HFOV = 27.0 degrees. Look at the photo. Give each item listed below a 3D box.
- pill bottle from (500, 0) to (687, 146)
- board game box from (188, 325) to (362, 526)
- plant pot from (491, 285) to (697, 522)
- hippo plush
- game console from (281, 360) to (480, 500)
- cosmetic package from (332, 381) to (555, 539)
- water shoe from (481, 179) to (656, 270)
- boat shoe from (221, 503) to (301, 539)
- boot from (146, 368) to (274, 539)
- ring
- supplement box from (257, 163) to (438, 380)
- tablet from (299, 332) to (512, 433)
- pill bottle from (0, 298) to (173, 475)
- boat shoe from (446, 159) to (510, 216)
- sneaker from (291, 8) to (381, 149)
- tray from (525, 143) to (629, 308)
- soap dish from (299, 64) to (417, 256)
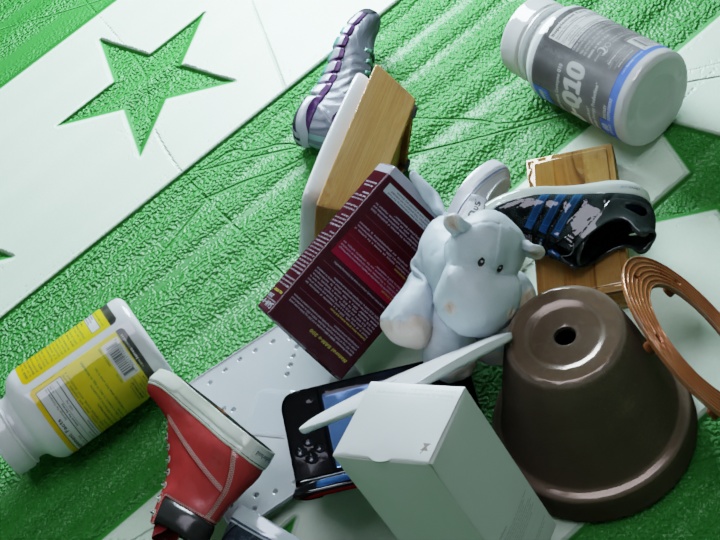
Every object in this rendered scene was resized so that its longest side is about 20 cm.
[{"bbox_3d":[0.260,-0.230,1.697,0.114,0.114,0.200,-43,50,-15],"label":"pill bottle"},{"bbox_3d":[-0.088,0.157,1.587,0.199,0.026,0.200,-33,49,-6],"label":"board game box"},{"bbox_3d":[0.210,0.109,1.411,0.198,0.175,0.202,-10,50,12],"label":"plant pot"},{"bbox_3d":[0.124,0.005,1.450,0.158,0.161,0.202,18,75,-17],"label":"hippo plush"},{"bbox_3d":[0.024,0.149,1.459,0.198,0.119,0.174,-13,55,-2],"label":"game console"},{"bbox_3d":[0.076,0.191,1.298,0.107,0.201,0.085,2,48,38],"label":"cosmetic package"},{"bbox_3d":[0.205,-0.042,1.545,0.198,0.072,0.079,-12,48,8],"label":"water shoe"},{"bbox_3d":[-0.061,0.308,1.439,0.199,0.071,0.091,24,79,32],"label":"boat shoe"},{"bbox_3d":[-0.191,0.196,1.540,0.145,0.072,0.200,-53,43,-3],"label":"boot"},{"bbox_3d":[0.312,0.070,1.405,0.019,0.199,0.201,-45,43,27],"label":"ring"},{"bbox_3d":[0.000,0.000,1.554,0.200,0.109,0.061,-49,16,-5],"label":"supplement box"},{"bbox_3d":[0.039,0.104,1.388,0.130,0.014,0.199,-24,-3,-39],"label":"tablet"},{"bbox_3d":[-0.313,0.130,1.639,0.199,0.113,0.113,-35,49,-8],"label":"pill bottle"},{"bbox_3d":[0.118,-0.028,1.630,0.065,0.074,0.201,25,76,29],"label":"boat shoe"},{"bbox_3d":[-0.004,-0.225,1.836,0.087,0.075,0.201,22,72,18],"label":"sneaker"},{"bbox_3d":[0.234,-0.044,1.612,0.098,0.037,0.201,-10,50,13],"label":"tray"},{"bbox_3d":[-0.001,-0.103,1.678,0.080,0.158,0.201,17,60,7],"label":"soap dish"}]
